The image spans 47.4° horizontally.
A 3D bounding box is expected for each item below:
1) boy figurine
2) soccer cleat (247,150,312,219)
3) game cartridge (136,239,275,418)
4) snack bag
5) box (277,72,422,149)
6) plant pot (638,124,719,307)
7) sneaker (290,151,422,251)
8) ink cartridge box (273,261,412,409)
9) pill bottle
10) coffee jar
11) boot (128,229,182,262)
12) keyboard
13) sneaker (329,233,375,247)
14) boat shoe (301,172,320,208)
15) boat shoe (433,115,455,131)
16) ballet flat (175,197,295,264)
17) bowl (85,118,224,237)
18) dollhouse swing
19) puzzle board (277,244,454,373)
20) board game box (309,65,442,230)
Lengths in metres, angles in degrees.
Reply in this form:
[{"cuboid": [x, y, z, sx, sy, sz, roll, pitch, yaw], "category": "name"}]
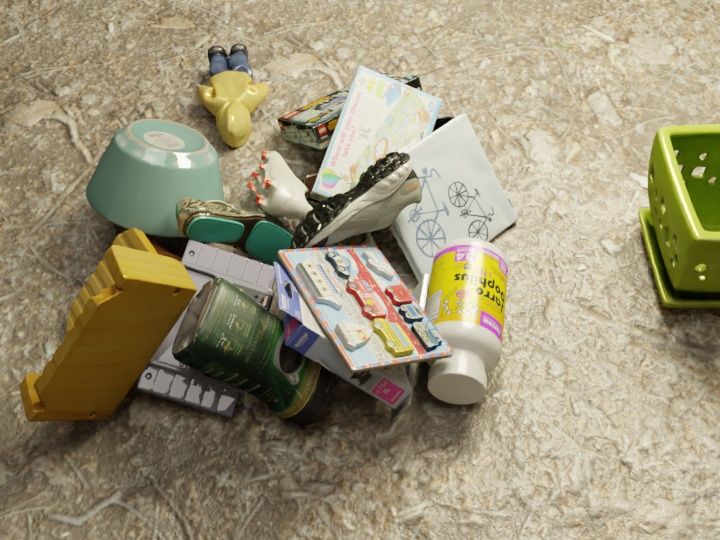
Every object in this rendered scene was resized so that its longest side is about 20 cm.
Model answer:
[{"cuboid": [-0.204, -0.287, 1.337, 0.122, 0.065, 0.202, -8, 54, -7], "category": "boy figurine"}, {"cuboid": [-0.116, -0.118, 1.189, 0.077, 0.070, 0.200, 24, 16, -20], "category": "soccer cleat"}, {"cuboid": [-0.189, 0.073, 1.038, 0.128, 0.038, 0.203, 16, 71, -1], "category": "game cartridge"}, {"cuboid": [0.119, -0.105, 1.161, 0.199, 0.021, 0.190, -36, 104, -24], "category": "snack bag"}, {"cuboid": [-0.016, -0.255, 1.290, 0.198, 0.040, 0.136, -30, 26, -21], "category": "box"}, {"cuboid": [0.488, -0.061, 1.100, 0.196, 0.183, 0.201, -1, 52, -1], "category": "plant pot"}, {"cuboid": [-0.003, -0.068, 1.067, 0.199, 0.080, 0.074, -34, 28, -2], "category": "sneaker"}, {"cuboid": [-0.031, 0.077, 0.986, 0.199, 0.042, 0.120, 36, 18, -24], "category": "ink cartridge box"}, {"cuboid": [0.133, 0.065, 1.051, 0.102, 0.105, 0.202, 8, 54, 5], "category": "pill bottle"}, {"cuboid": [-0.118, 0.102, 0.980, 0.199, 0.085, 0.105, 34, 54, -23], "category": "coffee jar"}, {"cuboid": [-0.234, 0.002, 1.110, 0.153, 0.077, 0.202, -11, 56, -7], "category": "boot"}, {"cuboid": [0.066, 0.095, 1.059, 0.011, 0.057, 0.202, 16, 54, -5], "category": "keyboard"}, {"cuboid": [0.000, 0.000, 1.111, 0.076, 0.081, 0.201, -25, 57, -17], "category": "sneaker"}, {"cuboid": [0.007, -0.139, 1.220, 0.199, 0.075, 0.076, -4, 53, -3], "category": "boat shoe"}, {"cuboid": [0.059, -0.200, 1.270, 0.196, 0.069, 0.074, -6, 53, -6], "category": "boat shoe"}, {"cuboid": [-0.163, -0.062, 1.120, 0.198, 0.068, 0.076, 15, 30, -38], "category": "ballet flat"}, {"cuboid": [-0.277, -0.141, 1.151, 0.198, 0.106, 0.202, 15, 27, -8], "category": "bowl"}, {"cuboid": [-0.327, 0.043, 0.982, 0.176, 0.181, 0.201, 42, 102, 25], "category": "dollhouse swing"}, {"cuboid": [0.006, 0.036, 0.981, 0.149, 0.018, 0.201, -3, 43, -36], "category": "puzzle board"}, {"cuboid": [0.024, -0.175, 1.169, 0.133, 0.034, 0.203, 21, 77, -5], "category": "board game box"}]
